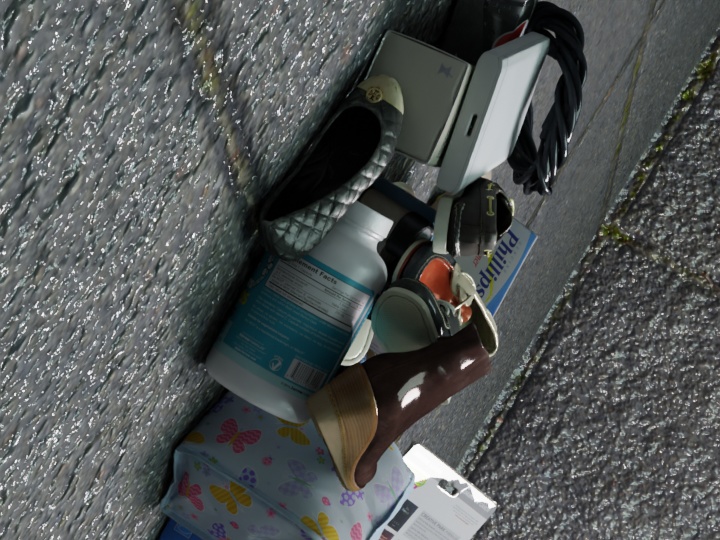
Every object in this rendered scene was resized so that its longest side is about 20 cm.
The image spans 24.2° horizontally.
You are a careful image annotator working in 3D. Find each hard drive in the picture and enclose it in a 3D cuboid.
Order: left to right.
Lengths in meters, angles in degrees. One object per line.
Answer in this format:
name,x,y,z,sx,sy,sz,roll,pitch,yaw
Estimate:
hard drive,0.129,-0.153,1.604,0.200,0.027,0.133,-36,147,-68

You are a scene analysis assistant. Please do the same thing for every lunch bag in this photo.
lunch bag,-0.067,0.208,1.631,0.170,0.199,0.128,-49,163,-45

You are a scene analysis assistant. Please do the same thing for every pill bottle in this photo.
pill bottle,-0.048,0.027,1.507,0.201,0.110,0.111,-61,168,1

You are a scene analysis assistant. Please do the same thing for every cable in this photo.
cable,0.188,-0.172,1.720,0.163,0.051,0.201,132,-40,-53

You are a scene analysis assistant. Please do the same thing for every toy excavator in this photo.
toy excavator,0.045,-0.043,1.692,0.195,0.100,0.200,-60,160,4

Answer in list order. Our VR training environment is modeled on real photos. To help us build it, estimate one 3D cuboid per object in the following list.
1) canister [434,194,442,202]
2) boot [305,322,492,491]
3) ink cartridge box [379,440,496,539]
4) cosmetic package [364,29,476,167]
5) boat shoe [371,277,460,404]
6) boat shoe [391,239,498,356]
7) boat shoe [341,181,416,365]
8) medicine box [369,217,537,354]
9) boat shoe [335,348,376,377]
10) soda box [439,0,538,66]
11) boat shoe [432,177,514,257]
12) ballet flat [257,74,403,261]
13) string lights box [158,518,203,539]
canister,0.101,0.006,2.121,0.201,0.086,0.148,-65,167,15
boot,0.044,0.125,1.508,0.166,0.073,0.200,-23,155,-2
ink cartridge box,0.027,0.259,1.798,0.176,0.084,0.200,-47,138,0
cosmetic package,0.066,-0.158,1.597,0.104,0.087,0.200,-66,168,6
boat shoe,0.058,0.053,1.554,0.068,0.071,0.200,-60,157,-20
boat shoe,0.085,0.032,1.639,0.071,0.062,0.200,-51,151,-8
boat shoe,0.000,0.000,1.759,0.059,0.072,0.201,10,-101,60
medicine box,0.076,0.028,1.852,0.183,0.103,0.200,-59,-169,-25
boat shoe,-0.001,0.164,1.822,0.072,0.072,0.201,-90,-168,-53
soda box,0.129,-0.247,1.696,0.063,0.071,0.201,-47,162,-53
boat shoe,0.115,-0.049,1.607,0.201,0.060,0.072,-42,138,-72
ballet flat,-0.021,-0.093,1.456,0.201,0.066,0.057,-57,158,-21
string lights box,-0.174,0.331,1.699,0.201,0.102,0.059,-62,169,3
